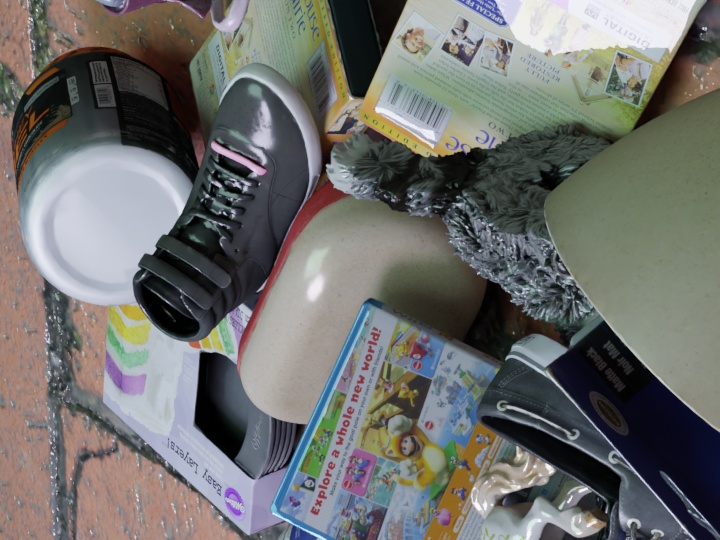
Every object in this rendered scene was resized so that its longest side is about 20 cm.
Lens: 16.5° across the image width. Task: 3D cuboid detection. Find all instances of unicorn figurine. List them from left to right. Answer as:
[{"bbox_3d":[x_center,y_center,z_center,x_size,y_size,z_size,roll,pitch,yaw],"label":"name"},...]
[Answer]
[{"bbox_3d":[0.107,0.195,1.392,0.137,0.074,0.200,-26,60,37],"label":"unicorn figurine"}]

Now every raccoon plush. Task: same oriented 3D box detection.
[{"bbox_3d":[0.088,-0.011,1.386,0.200,0.097,0.134,22,143,32],"label":"raccoon plush"}]

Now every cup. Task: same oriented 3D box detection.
[{"bbox_3d":[0.209,-0.018,1.191,0.143,0.200,0.200,-48,62,21],"label":"cup"}]

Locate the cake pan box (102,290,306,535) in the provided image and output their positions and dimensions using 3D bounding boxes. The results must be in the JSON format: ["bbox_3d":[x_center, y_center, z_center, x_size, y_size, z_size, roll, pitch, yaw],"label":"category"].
[{"bbox_3d":[-0.106,0.063,1.758,0.200,0.052,0.184,39,136,38],"label":"cake pan box"}]

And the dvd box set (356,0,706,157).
[{"bbox_3d":[0.093,-0.122,1.362,0.146,0.029,0.200,30,135,6],"label":"dvd box set"}]

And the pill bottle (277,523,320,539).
[{"bbox_3d":[0.026,0.161,1.566,0.111,0.111,0.200,59,144,17],"label":"pill bottle"}]

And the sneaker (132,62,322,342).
[{"bbox_3d":[-0.083,-0.031,1.496,0.071,0.099,0.200,32,140,14],"label":"sneaker"}]

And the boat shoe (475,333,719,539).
[{"bbox_3d":[0.147,0.116,1.327,0.200,0.066,0.070,39,163,8],"label":"boat shoe"}]

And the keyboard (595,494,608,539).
[{"bbox_3d":[0.168,0.192,1.395,0.127,0.021,0.200,25,105,32],"label":"keyboard"}]

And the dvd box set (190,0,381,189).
[{"bbox_3d":[-0.048,-0.119,1.563,0.200,0.029,0.146,-49,48,52],"label":"dvd box set"}]

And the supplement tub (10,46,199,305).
[{"bbox_3d":[-0.171,-0.071,1.670,0.200,0.122,0.123,-111,20,-63],"label":"supplement tub"}]

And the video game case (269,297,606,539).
[{"bbox_3d":[0.064,0.123,1.448,0.200,0.018,0.143,26,103,8],"label":"video game case"}]

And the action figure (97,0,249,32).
[{"bbox_3d":[-0.113,-0.219,1.594,0.149,0.134,0.200,27,174,3],"label":"action figure"}]

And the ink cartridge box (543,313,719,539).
[{"bbox_3d":[0.187,0.093,1.217,0.041,0.200,0.200,-43,85,17],"label":"ink cartridge box"}]

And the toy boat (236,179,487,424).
[{"bbox_3d":[0.000,0.000,1.545,0.200,0.130,0.131,117,154,-46],"label":"toy boat"}]
